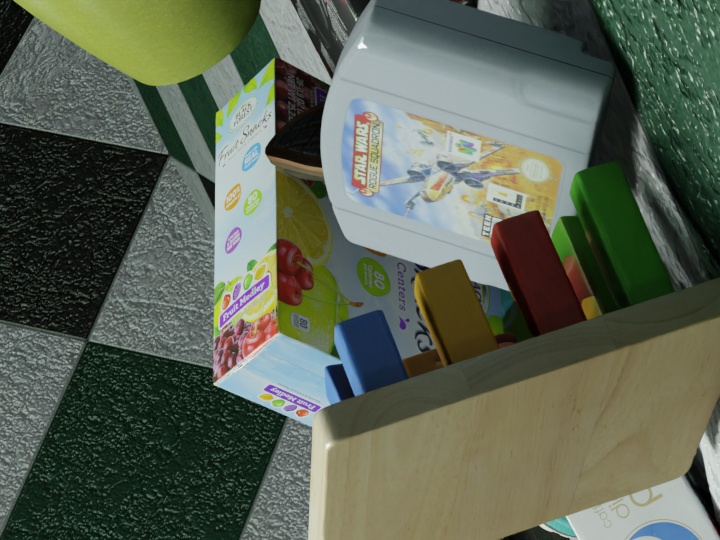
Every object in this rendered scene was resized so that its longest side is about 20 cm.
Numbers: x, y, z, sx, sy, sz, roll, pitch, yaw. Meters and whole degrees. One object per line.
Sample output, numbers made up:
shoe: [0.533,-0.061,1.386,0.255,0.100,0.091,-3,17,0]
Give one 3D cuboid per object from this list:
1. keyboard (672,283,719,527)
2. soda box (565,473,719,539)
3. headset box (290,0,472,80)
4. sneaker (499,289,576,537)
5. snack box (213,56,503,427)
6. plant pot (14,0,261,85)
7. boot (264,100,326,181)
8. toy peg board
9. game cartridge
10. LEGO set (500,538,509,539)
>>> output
keyboard: [0.180,0.088,1.229,0.056,0.011,0.201,57,170,42]
soda box: [0.152,0.134,1.326,0.201,0.068,0.064,62,-173,15]
headset box: [-0.004,-0.186,1.319,0.150,0.077,0.200,62,172,12]
sneaker: [0.109,0.080,1.489,0.201,0.077,0.080,66,164,-19]
snack box: [0.000,0.000,1.397,0.168,0.068,0.201,26,-135,-30]
plant pot: [-0.142,-0.208,1.387,0.200,0.187,0.187,53,-179,-38]
boot: [0.038,-0.043,1.299,0.199,0.075,0.097,2,134,45]
toy peg board: [0.059,0.047,1.143,0.200,0.198,0.098,94,157,-63]
game cartridge: [0.047,-0.056,1.175,0.200,0.132,0.042,93,-168,-61]
LEGO set: [0.079,0.195,2.126,0.154,0.115,0.201,-1,-115,-65]
